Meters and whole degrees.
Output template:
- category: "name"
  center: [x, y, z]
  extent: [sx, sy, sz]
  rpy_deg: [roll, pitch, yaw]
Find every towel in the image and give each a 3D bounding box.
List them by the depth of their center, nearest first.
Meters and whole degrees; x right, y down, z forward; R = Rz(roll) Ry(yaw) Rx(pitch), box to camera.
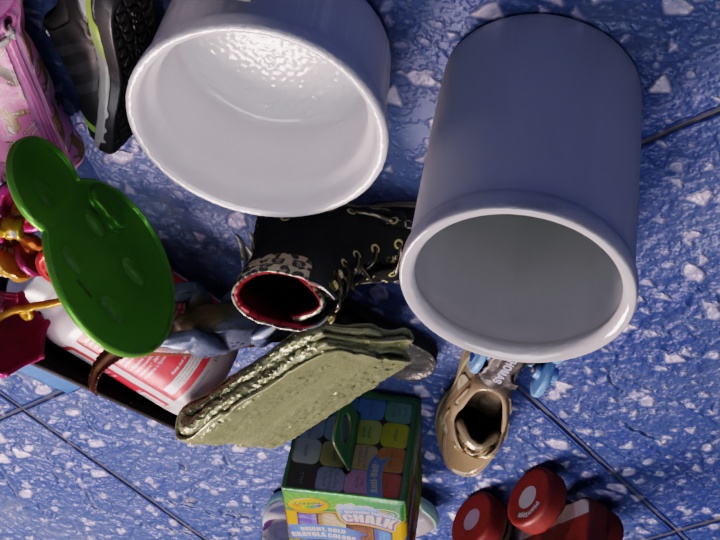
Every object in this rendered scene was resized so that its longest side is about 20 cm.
- category: "towel"
  center: [-0.058, 0.102, 1.504]
  extent: [0.199, 0.037, 0.148]
  rpy_deg: [-36, 152, 28]

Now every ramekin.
- category: "ramekin"
  center: [-0.069, -0.142, 1.273]
  extent: [0.198, 0.098, 0.202]
  rpy_deg: [8, 142, 6]

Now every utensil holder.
- category: "utensil holder"
  center: [0.125, -0.064, 1.236]
  extent: [0.168, 0.202, 0.171]
  rpy_deg: [8, 142, 6]

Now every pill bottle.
- category: "pill bottle"
  center: [-0.213, 0.038, 1.517]
  extent: [0.199, 0.113, 0.112]
  rpy_deg: [34, 136, -25]

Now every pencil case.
- category: "pencil case"
  center: [-0.279, -0.150, 1.329]
  extent: [0.082, 0.087, 0.201]
  rpy_deg: [-8, 140, 4]

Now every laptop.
- category: "laptop"
  center: [-0.295, 0.099, 1.592]
  extent: [0.186, 0.200, 0.116]
  rpy_deg: [29, 107, -37]

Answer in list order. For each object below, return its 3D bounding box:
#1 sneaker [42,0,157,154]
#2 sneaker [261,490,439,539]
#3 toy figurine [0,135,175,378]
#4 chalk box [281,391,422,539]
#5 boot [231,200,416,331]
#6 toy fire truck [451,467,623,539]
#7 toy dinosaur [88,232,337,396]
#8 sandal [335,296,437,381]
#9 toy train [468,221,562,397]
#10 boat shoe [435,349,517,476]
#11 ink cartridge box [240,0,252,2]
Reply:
- category: "sneaker"
  center: [-0.203, -0.179, 1.305]
  extent: [0.082, 0.072, 0.201]
  rpy_deg: [30, 143, 16]
- category: "sneaker"
  center: [-0.018, 0.303, 1.766]
  extent: [0.198, 0.141, 0.078]
  rpy_deg: [-7, 138, 22]
- category: "toy figurine"
  center: [-0.281, 0.009, 1.367]
  extent: [0.183, 0.151, 0.201]
  rpy_deg: [-23, 118, 28]
- category: "chalk box"
  center: [-0.005, 0.197, 1.648]
  extent: [0.122, 0.126, 0.201]
  rpy_deg: [6, 142, 7]
- category: "boot"
  center: [-0.001, 0.001, 1.377]
  extent: [0.201, 0.154, 0.074]
  rpy_deg: [11, 119, 5]
- category: "toy fire truck"
  center: [0.172, 0.309, 1.703]
  extent: [0.112, 0.169, 0.199]
  rpy_deg: [35, 136, -26]
- category: "toy dinosaur"
  center: [-0.114, 0.038, 1.473]
  extent: [0.180, 0.106, 0.200]
  rpy_deg: [20, 134, -36]
- category: "sandal"
  center: [-0.021, 0.061, 1.546]
  extent: [0.198, 0.048, 0.076]
  rpy_deg: [21, 140, -11]
- category: "toy train"
  center: [0.150, 0.019, 1.398]
  extent: [0.086, 0.115, 0.201]
  rpy_deg: [21, 141, -7]
- category: "boat shoe"
  center: [0.107, 0.145, 1.603]
  extent: [0.070, 0.065, 0.201]
  rpy_deg: [9, 141, 3]
- category: "ink cartridge box"
  center: [-0.161, -0.276, 1.143]
  extent: [0.198, 0.087, 0.147]
  rpy_deg: [11, 141, 3]
